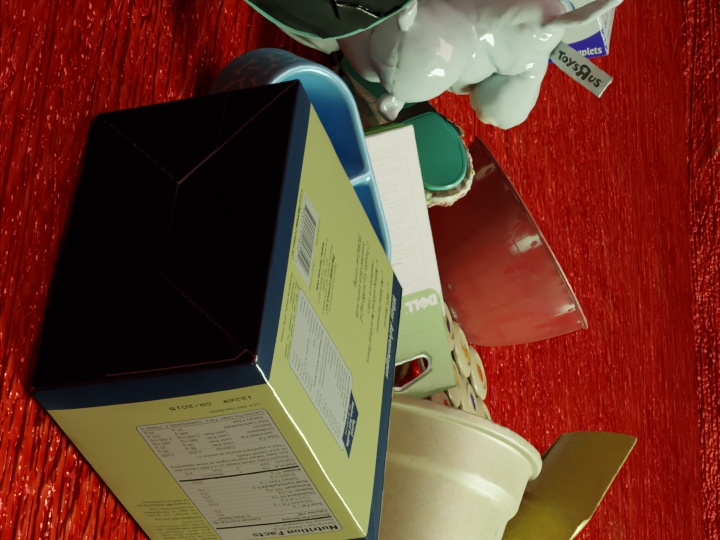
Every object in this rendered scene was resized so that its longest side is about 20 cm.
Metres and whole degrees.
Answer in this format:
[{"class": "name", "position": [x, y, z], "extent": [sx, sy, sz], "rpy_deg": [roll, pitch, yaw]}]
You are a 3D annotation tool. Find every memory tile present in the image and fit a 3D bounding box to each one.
[{"class": "memory tile", "position": [0.082, 0.101, 1.510], "extent": [0.200, 0.017, 0.155], "rpy_deg": [53, 26, -56]}]

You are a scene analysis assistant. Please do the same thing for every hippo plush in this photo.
[{"class": "hippo plush", "position": [0.067, -0.162, 1.368], "extent": [0.160, 0.200, 0.161], "rpy_deg": [-23, 136, -29]}]

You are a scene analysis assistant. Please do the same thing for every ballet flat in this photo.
[{"class": "ballet flat", "position": [0.036, -0.102, 1.426], "extent": [0.201, 0.075, 0.064], "rpy_deg": [-119, -159, -44]}]

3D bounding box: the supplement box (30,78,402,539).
[{"class": "supplement box", "position": [-0.073, 0.037, 1.051], "extent": [0.201, 0.133, 0.202], "rpy_deg": [62, 27, -47]}]

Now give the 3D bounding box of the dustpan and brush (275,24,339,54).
[{"class": "dustpan and brush", "position": [-0.052, -0.250, 1.323], "extent": [0.141, 0.057, 0.200], "rpy_deg": [-62, 155, 7]}]

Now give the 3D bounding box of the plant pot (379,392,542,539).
[{"class": "plant pot", "position": [0.008, 0.196, 1.195], "extent": [0.201, 0.198, 0.185], "rpy_deg": [50, 48, -59]}]

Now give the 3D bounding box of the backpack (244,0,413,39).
[{"class": "backpack", "position": [-0.035, -0.254, 1.142], "extent": [0.200, 0.175, 0.154], "rpy_deg": [40, 40, -21]}]

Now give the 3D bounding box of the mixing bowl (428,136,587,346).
[{"class": "mixing bowl", "position": [0.109, -0.009, 1.624], "extent": [0.202, 0.108, 0.200], "rpy_deg": [61, 1, -2]}]

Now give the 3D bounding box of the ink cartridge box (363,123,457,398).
[{"class": "ink cartridge box", "position": [0.000, 0.000, 1.334], "extent": [0.103, 0.059, 0.202], "rpy_deg": [-16, 99, -32]}]

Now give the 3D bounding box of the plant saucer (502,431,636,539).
[{"class": "plant saucer", "position": [0.109, 0.204, 1.344], "extent": [0.048, 0.200, 0.200], "rpy_deg": [43, 23, 5]}]

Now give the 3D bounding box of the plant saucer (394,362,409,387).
[{"class": "plant saucer", "position": [0.009, 0.005, 1.459], "extent": [0.200, 0.032, 0.203], "rpy_deg": [-8, 90, -72]}]

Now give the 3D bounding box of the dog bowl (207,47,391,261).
[{"class": "dog bowl", "position": [-0.039, -0.053, 1.233], "extent": [0.111, 0.049, 0.202], "rpy_deg": [-25, 108, -33]}]

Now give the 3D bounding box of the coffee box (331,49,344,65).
[{"class": "coffee box", "position": [0.003, -0.259, 1.484], "extent": [0.115, 0.079, 0.201], "rpy_deg": [-81, 156, -45]}]

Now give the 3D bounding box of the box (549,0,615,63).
[{"class": "box", "position": [0.141, -0.306, 1.763], "extent": [0.105, 0.182, 0.201], "rpy_deg": [-72, 149, -49]}]
